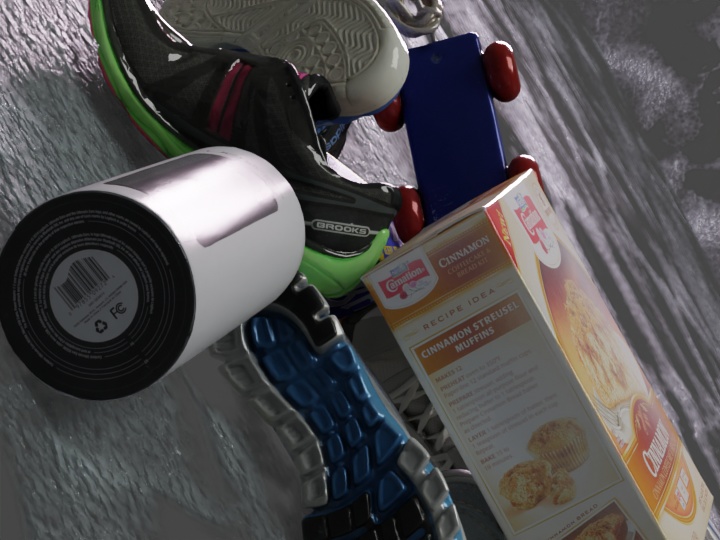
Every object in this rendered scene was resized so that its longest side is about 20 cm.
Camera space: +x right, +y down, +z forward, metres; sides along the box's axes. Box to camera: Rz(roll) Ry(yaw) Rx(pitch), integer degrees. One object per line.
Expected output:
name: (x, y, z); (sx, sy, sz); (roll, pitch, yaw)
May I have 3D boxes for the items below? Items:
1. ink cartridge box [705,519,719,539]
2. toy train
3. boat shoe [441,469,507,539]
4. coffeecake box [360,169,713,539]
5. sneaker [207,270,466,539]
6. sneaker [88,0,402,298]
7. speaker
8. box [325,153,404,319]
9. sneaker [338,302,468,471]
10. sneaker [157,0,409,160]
ink cartridge box: (0.190, 0.152, 1.351); (0.201, 0.045, 0.176); (58, 5, 10)
toy train: (0.054, -0.092, 1.253); (0.116, 0.084, 0.201); (58, 19, -68)
boat shoe: (0.082, 0.192, 1.091); (0.065, 0.074, 0.203); (-86, 150, -75)
coffeecake box: (0.092, 0.061, 1.075); (0.201, 0.073, 0.153); (60, 16, -2)
sneaker: (0.001, 0.090, 1.020); (0.201, 0.075, 0.087); (64, 8, 19)
sneaker: (-0.057, -0.075, 1.076); (0.200, 0.084, 0.077); (45, -1, 10)
speaker: (-0.081, -0.004, 0.896); (0.082, 0.081, 0.200); (59, 13, -1)
box: (0.000, 0.000, 1.221); (0.200, 0.064, 0.070); (33, 29, -61)
sneaker: (0.051, 0.076, 1.204); (0.199, 0.075, 0.093); (22, 49, -49)
sneaker: (-0.023, -0.098, 1.188); (0.199, 0.077, 0.111); (18, -26, 48)
